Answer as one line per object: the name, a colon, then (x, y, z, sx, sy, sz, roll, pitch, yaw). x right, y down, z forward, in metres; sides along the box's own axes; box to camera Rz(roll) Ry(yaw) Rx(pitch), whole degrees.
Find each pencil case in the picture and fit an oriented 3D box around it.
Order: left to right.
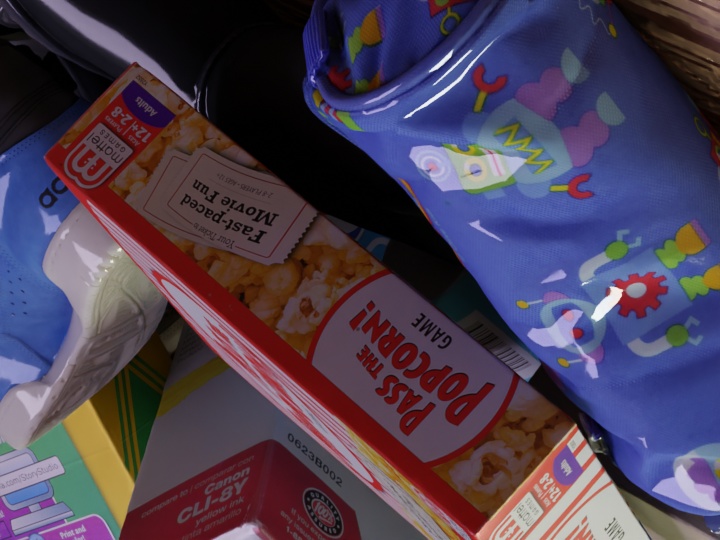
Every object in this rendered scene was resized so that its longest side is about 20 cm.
pencil case: (0.062, -0.014, 0.709, 0.200, 0.087, 0.078, 48, -162, -31)

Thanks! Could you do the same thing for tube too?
tube: (0.088, 0.046, 0.946, 0.200, 0.050, 0.077, 41, 170, -33)

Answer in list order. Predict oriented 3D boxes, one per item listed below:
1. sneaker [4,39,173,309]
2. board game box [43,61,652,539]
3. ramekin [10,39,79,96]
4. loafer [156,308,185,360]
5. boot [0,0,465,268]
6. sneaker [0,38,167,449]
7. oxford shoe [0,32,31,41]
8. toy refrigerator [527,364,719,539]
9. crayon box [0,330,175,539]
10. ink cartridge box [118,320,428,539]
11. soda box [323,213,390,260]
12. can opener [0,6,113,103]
sneaker: (-0.143, -0.042, 1.029, 0.199, 0.104, 0.060, 4, -149, -26)
board game box: (0.003, 0.034, 0.824, 0.200, 0.046, 0.152, 40, 173, 32)
ramekin: (-0.185, -0.075, 1.147, 0.200, 0.098, 0.200, 40, 175, 4)
loafer: (-0.122, 0.025, 1.184, 0.063, 0.200, 0.072, 39, -150, -25)
boot: (-0.024, -0.066, 0.820, 0.165, 0.066, 0.200, 39, 173, -32)
sneaker: (-0.131, -0.014, 0.972, 0.111, 0.077, 0.200, 45, 154, 9)
oxford shoe: (-0.198, -0.160, 1.020, 0.200, 0.075, 0.058, 36, 129, -3)
toy refrigerator: (0.145, 0.074, 0.820, 0.200, 0.070, 0.076, 29, 168, 48)
crayon box: (-0.137, 0.115, 1.149, 0.200, 0.058, 0.173, -21, 99, 43)
ink cartridge box: (-0.012, 0.093, 1.061, 0.145, 0.083, 0.200, 46, -149, -24)
soda box: (0.000, 0.000, 0.992, 0.200, 0.064, 0.068, 44, 167, -16)
can opener: (-0.097, -0.096, 0.989, 0.063, 0.079, 0.200, -7, 152, 17)
